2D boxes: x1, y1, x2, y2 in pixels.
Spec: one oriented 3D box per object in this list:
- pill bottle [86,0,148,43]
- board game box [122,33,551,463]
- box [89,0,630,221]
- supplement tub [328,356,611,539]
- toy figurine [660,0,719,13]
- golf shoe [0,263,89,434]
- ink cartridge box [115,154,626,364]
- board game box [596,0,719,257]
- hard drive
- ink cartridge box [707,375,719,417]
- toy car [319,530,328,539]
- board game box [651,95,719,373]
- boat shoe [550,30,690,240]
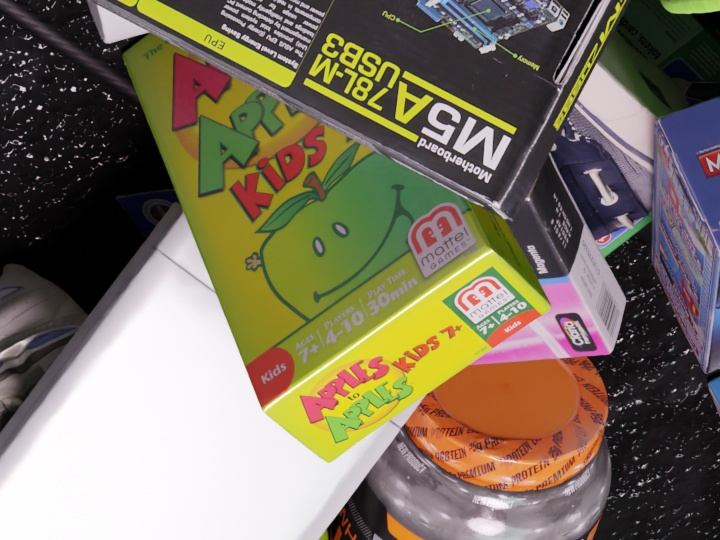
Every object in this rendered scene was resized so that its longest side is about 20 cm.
[{"bbox_3d":[-0.010,-0.151,0.897,0.200,0.112,0.112,-19,138,-7],"label":"pill bottle"},{"bbox_3d":[-0.014,-0.037,0.946,0.102,0.200,0.048,-36,137,12],"label":"board game box"},{"bbox_3d":[0.005,-0.146,0.806,0.193,0.200,0.048,-63,170,2],"label":"box"},{"bbox_3d":[0.048,0.124,1.201,0.122,0.123,0.200,-5,134,-21],"label":"supplement tub"},{"bbox_3d":[0.141,-0.199,0.874,0.150,0.200,0.184,-9,103,28],"label":"toy figurine"},{"bbox_3d":[-0.198,0.065,1.033,0.200,0.097,0.078,-25,137,-16],"label":"golf shoe"},{"bbox_3d":[0.000,0.000,1.028,0.200,0.037,0.095,-4,137,30],"label":"ink cartridge box"},{"bbox_3d":[0.081,-0.080,1.077,0.134,0.029,0.200,-37,137,15],"label":"board game box"},{"bbox_3d":[-0.083,0.091,1.008,0.132,0.027,0.200,37,90,-23],"label":"hard drive"},{"bbox_3d":[0.293,0.067,1.300,0.200,0.068,0.116,-27,139,2],"label":"ink cartridge box"},{"bbox_3d":[-0.105,0.165,1.115,0.200,0.150,0.175,-11,174,-16],"label":"toy car"},{"bbox_3d":[0.198,-0.030,1.031,0.200,0.062,0.200,-19,164,-14],"label":"board game box"},{"bbox_3d":[0.073,-0.056,1.005,0.093,0.075,0.200,-33,150,14],"label":"boat shoe"}]
